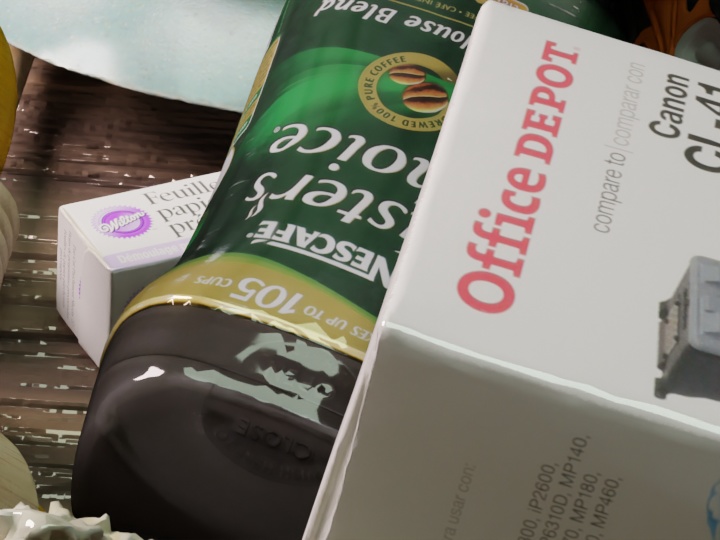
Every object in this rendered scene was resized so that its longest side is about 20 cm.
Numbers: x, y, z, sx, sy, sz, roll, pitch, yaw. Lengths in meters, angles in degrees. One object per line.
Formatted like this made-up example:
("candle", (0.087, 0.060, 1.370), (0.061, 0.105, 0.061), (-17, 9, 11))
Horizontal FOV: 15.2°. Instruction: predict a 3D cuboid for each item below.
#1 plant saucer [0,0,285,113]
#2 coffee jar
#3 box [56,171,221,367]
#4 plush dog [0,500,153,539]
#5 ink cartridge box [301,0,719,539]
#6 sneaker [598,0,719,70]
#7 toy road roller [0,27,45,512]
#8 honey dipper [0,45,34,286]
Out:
("plant saucer", (-0.032, -0.099, 0.910), (0.201, 0.039, 0.201), (9, 20, -3))
("coffee jar", (0.000, 0.000, 0.725), (0.104, 0.085, 0.200), (21, 50, 2))
("box", (0.005, -0.014, 0.827), (0.200, 0.041, 0.039), (-13, 38, -27))
("plush dog", (-0.023, 0.133, 0.543), (0.200, 0.160, 0.172), (35, 19, -6))
("ink cartridge box", (0.101, 0.033, 0.593), (0.200, 0.086, 0.148), (18, 35, 1))
("sneaker", (0.135, -0.073, 0.925), (0.092, 0.076, 0.200), (23, 19, -23))
("toy road roller", (-0.140, -0.008, 0.668), (0.200, 0.146, 0.123), (41, 3, 37))
("honey dipper", (-0.117, -0.043, 0.862), (0.038, 0.038, 0.200), (6, 29, 1))
